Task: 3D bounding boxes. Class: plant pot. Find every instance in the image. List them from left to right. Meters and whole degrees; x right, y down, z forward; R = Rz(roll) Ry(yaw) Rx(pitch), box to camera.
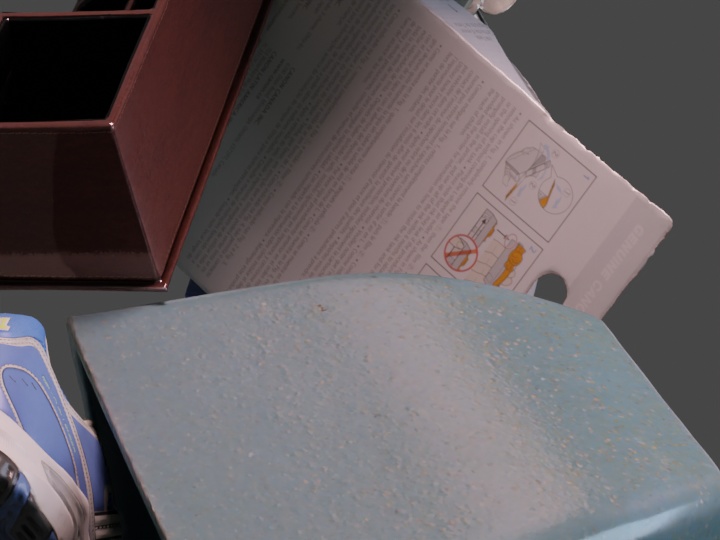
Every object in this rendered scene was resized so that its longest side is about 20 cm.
[{"bbox_3d":[0.025,0.116,0.843,0.196,0.199,0.197,-123,-160,-51],"label":"plant pot"}]

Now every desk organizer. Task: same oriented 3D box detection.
[{"bbox_3d":[-0.091,-0.088,0.891,0.200,0.071,0.077,-74,159,-45],"label":"desk organizer"}]

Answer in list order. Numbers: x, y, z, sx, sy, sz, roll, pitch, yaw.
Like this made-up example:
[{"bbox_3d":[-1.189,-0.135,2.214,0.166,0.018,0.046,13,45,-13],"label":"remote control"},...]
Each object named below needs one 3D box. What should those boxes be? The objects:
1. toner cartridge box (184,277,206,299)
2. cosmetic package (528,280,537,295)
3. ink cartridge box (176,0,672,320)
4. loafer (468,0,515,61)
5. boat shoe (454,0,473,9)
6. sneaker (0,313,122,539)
[{"bbox_3d":[-0.039,-0.021,1.181,0.200,0.043,0.095,-74,163,-45],"label":"toner cartridge box"},{"bbox_3d":[0.035,0.037,1.272,0.101,0.071,0.201,37,-62,61],"label":"cosmetic package"},{"bbox_3d":[0.019,-0.024,0.971,0.162,0.200,0.050,-54,162,18],"label":"ink cartridge box"},{"bbox_3d":[0.045,-0.138,1.154,0.070,0.070,0.201,-96,167,-66],"label":"loafer"},{"bbox_3d":[0.017,-0.122,1.034,0.202,0.060,0.072,-61,-177,10],"label":"boat shoe"},{"bbox_3d":[-0.110,0.096,0.826,0.200,0.075,0.077,84,14,-50],"label":"sneaker"}]
